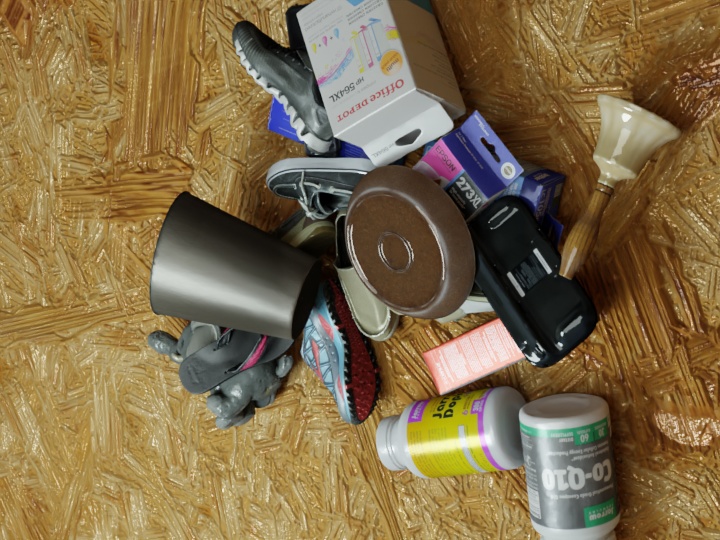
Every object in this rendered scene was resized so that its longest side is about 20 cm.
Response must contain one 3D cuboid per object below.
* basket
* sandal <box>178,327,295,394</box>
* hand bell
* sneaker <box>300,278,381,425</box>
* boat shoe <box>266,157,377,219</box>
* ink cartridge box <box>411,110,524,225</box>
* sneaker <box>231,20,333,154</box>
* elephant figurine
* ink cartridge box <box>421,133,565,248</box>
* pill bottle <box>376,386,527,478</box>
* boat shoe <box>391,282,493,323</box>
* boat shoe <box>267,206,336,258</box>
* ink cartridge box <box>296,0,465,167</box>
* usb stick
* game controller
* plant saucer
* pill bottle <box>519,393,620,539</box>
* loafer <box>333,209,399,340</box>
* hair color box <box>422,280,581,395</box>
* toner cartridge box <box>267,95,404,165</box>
[{"bbox_3d":[-0.162,0.007,1.675,0.198,0.136,0.182,17,120,10],"label":"basket"},{"bbox_3d":[-0.165,0.105,1.734,0.199,0.045,0.076,-33,77,3],"label":"sandal"},{"bbox_3d":[0.271,-0.085,1.420,0.103,0.104,0.202,27,95,25],"label":"hand bell"},{"bbox_3d":[-0.035,0.117,1.750,0.095,0.079,0.203,-19,82,42],"label":"sneaker"},{"bbox_3d":[-0.052,-0.102,1.650,0.197,0.073,0.069,3,68,36],"label":"boat shoe"},{"bbox_3d":[0.100,-0.092,1.528,0.095,0.037,0.200,52,124,11],"label":"ink cartridge box"},{"bbox_3d":[-0.081,-0.250,1.593,0.090,0.066,0.201,-41,82,29],"label":"sneaker"},{"bbox_3d":[-0.207,0.117,1.826,0.201,0.154,0.142,54,168,18],"label":"elephant figurine"},{"bbox_3d":[0.165,-0.073,1.556,0.198,0.076,0.138,24,115,25],"label":"ink cartridge box"},{"bbox_3d":[0.119,0.215,1.644,0.198,0.104,0.106,-14,95,36],"label":"pill bottle"},{"bbox_3d":[0.117,0.026,1.622,0.198,0.075,0.069,8,135,25],"label":"boat shoe"},{"bbox_3d":[-0.104,-0.032,1.759,0.200,0.071,0.067,-35,57,42],"label":"boat shoe"},{"bbox_3d":[0.029,-0.242,1.532,0.128,0.125,0.202,-27,69,27],"label":"ink cartridge box"},{"bbox_3d":[-0.061,-0.246,1.638,0.055,0.033,0.203,-4,98,27],"label":"usb stick"},{"bbox_3d":[0.192,0.011,1.473,0.104,0.042,0.201,-38,67,17],"label":"game controller"},{"bbox_3d":[0.050,-0.027,1.533,0.199,0.034,0.203,22,127,33],"label":"plant saucer"},{"bbox_3d":[0.261,0.263,1.555,0.112,0.113,0.203,-2,102,34],"label":"pill bottle"},{"bbox_3d":[0.000,0.000,1.690,0.075,0.068,0.203,-7,98,35],"label":"loafer"},{"bbox_3d":[0.185,0.084,1.566,0.199,0.101,0.062,-27,85,35],"label":"hair color box"},{"bbox_3d":[-0.028,-0.202,1.671,0.198,0.043,0.096,25,116,27],"label":"toner cartridge box"}]
